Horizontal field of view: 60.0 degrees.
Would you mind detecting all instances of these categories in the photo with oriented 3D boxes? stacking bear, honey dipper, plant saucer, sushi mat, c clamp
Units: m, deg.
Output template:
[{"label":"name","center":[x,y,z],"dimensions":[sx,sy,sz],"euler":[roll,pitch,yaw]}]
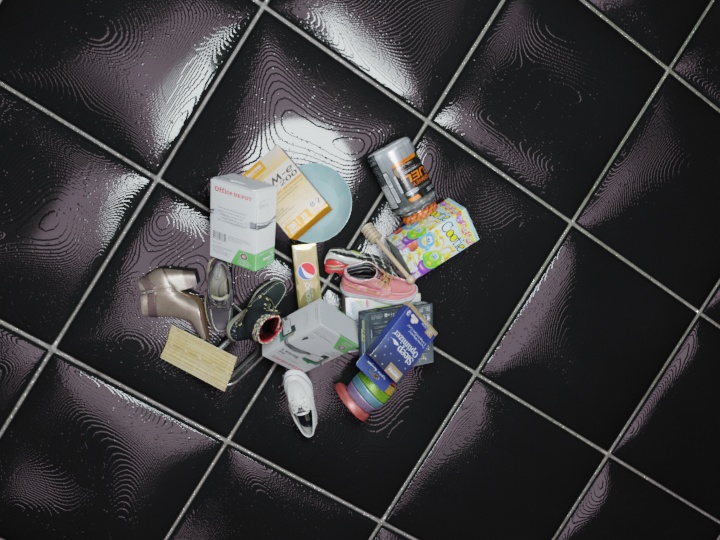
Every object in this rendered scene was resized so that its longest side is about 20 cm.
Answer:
[{"label":"stacking bear","center":[0.048,0.291,1.646],"dimensions":[0.200,0.114,0.121],"euler":[-43,102,1]},{"label":"honey dipper","center":[0.074,-0.042,1.597],"dimensions":[0.038,0.038,0.200],"euler":[-39,67,-3]},{"label":"plant saucer","center":[-0.119,-0.169,1.585],"dimensions":[0.201,0.039,0.201],"euler":[0,89,6]},{"label":"sushi mat","center":[-0.409,0.221,1.577],"dimensions":[0.200,0.012,0.096],"euler":[24,96,12]},{"label":"c clamp","center":[-0.331,0.200,1.610],"dimensions":[0.171,0.027,0.200],"euler":[41,91,-30]}]

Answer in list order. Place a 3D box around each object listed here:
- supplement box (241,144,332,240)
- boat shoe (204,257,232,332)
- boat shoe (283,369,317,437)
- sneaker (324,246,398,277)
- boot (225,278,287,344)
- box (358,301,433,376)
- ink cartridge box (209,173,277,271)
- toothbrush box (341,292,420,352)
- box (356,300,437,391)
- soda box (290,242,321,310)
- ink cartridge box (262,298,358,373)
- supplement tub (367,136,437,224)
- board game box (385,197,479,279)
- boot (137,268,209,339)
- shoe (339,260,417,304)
[{"label":"supplement box","center":[-0.181,-0.190,1.535],"dimensions":[0.126,0.074,0.200],"euler":[-41,84,5]},{"label":"boat shoe","center":[-0.358,0.065,1.576],"dimensions":[0.072,0.065,0.200],"euler":[1,100,-13]},{"label":"boat shoe","center":[-0.155,0.348,1.618],"dimensions":[0.072,0.066,0.200],"euler":[-8,121,-1]},{"label":"sneaker","center":[0.000,0.000,1.638],"dimensions":[0.200,0.077,0.085],"euler":[17,115,-10]},{"label":"boot","center":[-0.223,0.103,1.535],"dimensions":[0.204,0.154,0.074],"euler":[-48,118,-28]},{"label":"box","center":[0.091,0.167,1.558],"dimensions":[0.200,0.051,0.158],"euler":[-7,99,-30]},{"label":"ink cartridge box","center":[-0.281,-0.119,1.498],"dimensions":[0.146,0.084,0.200],"euler":[19,116,25]},{"label":"toothbrush box","center":[0.055,0.129,1.647],"dimensions":[0.200,0.086,0.146],"euler":[-3,98,-8]},{"label":"box","center":[0.091,0.188,1.513],"dimensions":[0.200,0.032,0.121],"euler":[-50,118,-15]},{"label":"soda box","center":[-0.138,0.028,1.608],"dimensions":[0.064,0.068,0.200],"euler":[-7,99,-9]},{"label":"ink cartridge box","center":[-0.127,0.169,1.553],"dimensions":[0.200,0.084,0.146],"euler":[-30,136,27]},{"label":"supplement tub","center":[0.111,-0.227,1.589],"dimensions":[0.122,0.123,0.200],"euler":[-30,102,-5]},{"label":"board game box","center":[0.186,-0.084,1.618],"dimensions":[0.200,0.105,0.103],"euler":[-32,119,-5]},{"label":"boot","center":[-0.470,0.091,1.560],"dimensions":[0.146,0.070,0.200],"euler":[-13,90,-10]},{"label":"shoe","center":[0.051,0.031,1.563],"dimensions":[0.200,0.091,0.072],"euler":[5,59,-4]}]
